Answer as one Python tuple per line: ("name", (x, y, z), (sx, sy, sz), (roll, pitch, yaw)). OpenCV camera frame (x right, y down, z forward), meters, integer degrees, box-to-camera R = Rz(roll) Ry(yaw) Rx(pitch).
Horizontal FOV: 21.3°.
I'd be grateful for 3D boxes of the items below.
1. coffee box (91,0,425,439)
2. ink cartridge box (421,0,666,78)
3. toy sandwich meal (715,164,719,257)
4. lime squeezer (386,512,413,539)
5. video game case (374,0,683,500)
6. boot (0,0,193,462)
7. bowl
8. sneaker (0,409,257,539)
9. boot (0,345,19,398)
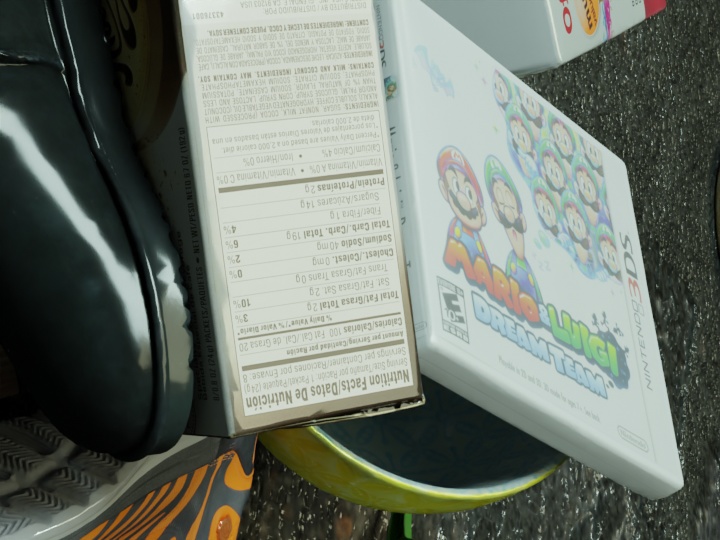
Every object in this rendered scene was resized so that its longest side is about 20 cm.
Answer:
("coffee box", (-0.049, -0.045, 0.680), (0.079, 0.113, 0.201), (-8, 93, -30))
("ink cartridge box", (0.057, -0.178, 1.027), (0.200, 0.144, 0.146), (-34, 111, -61))
("toy sandwich meal", (0.367, -0.030, 1.674), (0.205, 0.070, 0.206), (20, 67, -60))
("lime squeezer", (0.002, 0.143, 0.984), (0.200, 0.038, 0.071), (-21, 103, -61))
("video game case", (0.073, -0.010, 0.854), (0.200, 0.024, 0.183), (31, 44, -45))
("boot", (-0.150, -0.024, 0.614), (0.162, 0.073, 0.199), (-8, 78, -38))
("bowl", (0.003, 0.033, 0.908), (0.199, 0.108, 0.201), (16, 56, -25))
("sneaker", (-0.105, 0.110, 0.747), (0.200, 0.077, 0.113), (-25, 127, -43))
("boot", (-0.133, -0.036, 0.740), (0.200, 0.076, 0.156), (-15, 96, -54))
